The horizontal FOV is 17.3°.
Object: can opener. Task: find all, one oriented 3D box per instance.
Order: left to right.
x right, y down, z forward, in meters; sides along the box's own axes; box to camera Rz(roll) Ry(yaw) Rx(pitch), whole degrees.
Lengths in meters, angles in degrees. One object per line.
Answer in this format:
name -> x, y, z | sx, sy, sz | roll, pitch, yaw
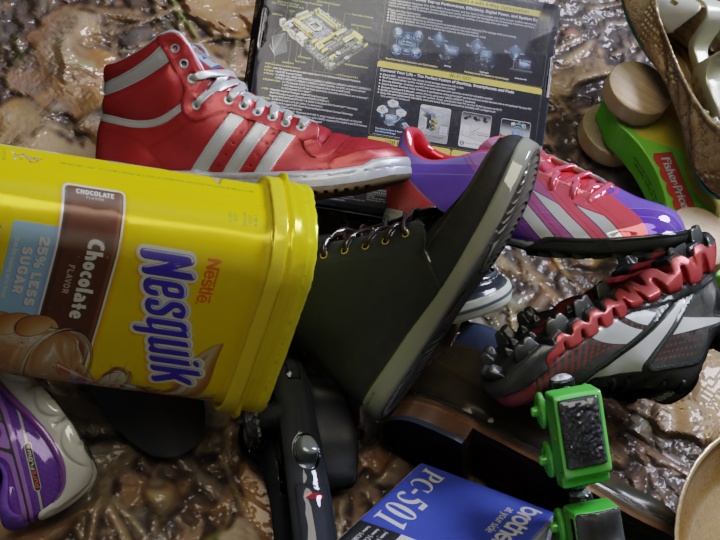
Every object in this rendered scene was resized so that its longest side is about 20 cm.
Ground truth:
can opener -> -0.033, 0.143, 1.424 | 0.078, 0.063, 0.200 | 1, 56, -10

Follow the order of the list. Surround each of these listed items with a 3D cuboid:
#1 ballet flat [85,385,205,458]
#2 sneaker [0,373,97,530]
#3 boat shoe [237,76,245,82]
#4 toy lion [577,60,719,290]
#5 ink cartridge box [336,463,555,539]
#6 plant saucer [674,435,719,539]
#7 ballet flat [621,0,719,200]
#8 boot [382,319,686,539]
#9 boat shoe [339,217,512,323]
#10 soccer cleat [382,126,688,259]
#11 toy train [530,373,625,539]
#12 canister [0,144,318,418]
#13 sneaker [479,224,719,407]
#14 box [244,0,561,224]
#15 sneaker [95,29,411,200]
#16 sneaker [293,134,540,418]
ballet flat -> -0.153, 0.024, 1.480 | 0.073, 0.073, 0.200 | -17, 61, -20
sneaker -> -0.246, 0.073, 1.428 | 0.083, 0.081, 0.200 | -37, 66, -18
boat shoe -> -0.029, -0.093, 1.585 | 0.200, 0.063, 0.073 | 1, 55, -10
toy lion -> 0.261, -0.072, 1.631 | 0.191, 0.069, 0.200 | -3, 57, -21
ink cartridge box -> 0.032, 0.180, 1.359 | 0.094, 0.044, 0.200 | 19, 25, 20
plant saucer -> 0.268, 0.189, 1.439 | 0.200, 0.035, 0.201 | 12, 60, -22
ballet flat -> 0.234, -0.141, 1.590 | 0.070, 0.065, 0.200 | -1, 56, -32
boot -> 0.123, 0.102, 1.473 | 0.200, 0.075, 0.097 | 25, 58, 9
boat shoe -> 0.000, 0.000, 1.516 | 0.199, 0.062, 0.075 | 4, 11, -5
soccer cleat -> 0.106, -0.047, 1.461 | 0.200, 0.068, 0.073 | 6, 95, 28
toy train -> 0.137, 0.160, 1.387 | 0.042, 0.056, 0.200 | -11, 97, -8
canister -> -0.140, 0.004, 1.371 | 0.200, 0.149, 0.087 | 8, 39, -15
sneaker -> 0.159, 0.049, 1.463 | 0.200, 0.071, 0.098 | -27, 99, -36
box -> 0.022, -0.110, 1.547 | 0.200, 0.049, 0.162 | 8, 86, -10
sneaker -> -0.069, -0.097, 1.471 | 0.199, 0.071, 0.113 | -2, 86, 7
sneaker -> 0.021, -0.016, 1.420 | 0.106, 0.200, 0.075 | 36, 21, 9
